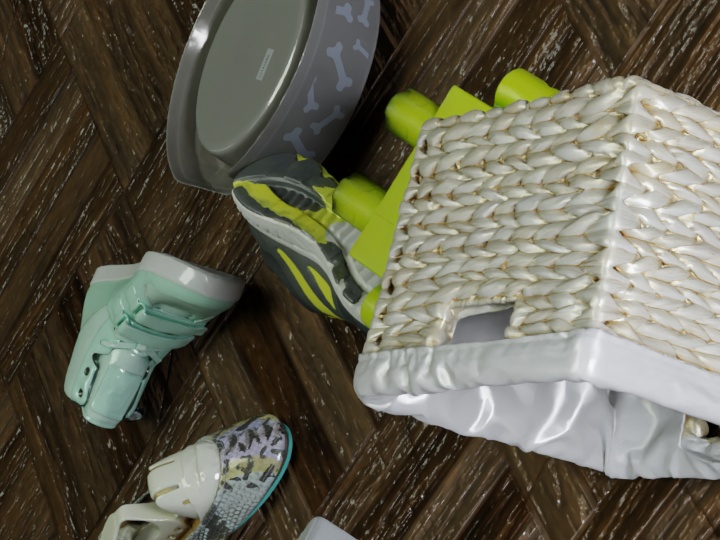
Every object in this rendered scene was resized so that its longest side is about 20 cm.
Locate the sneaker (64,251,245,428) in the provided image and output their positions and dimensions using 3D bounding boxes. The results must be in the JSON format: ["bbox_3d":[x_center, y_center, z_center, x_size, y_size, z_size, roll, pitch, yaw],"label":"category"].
[{"bbox_3d":[-0.144,0.054,1.955,0.200,0.074,0.119,-12,61,64],"label":"sneaker"}]

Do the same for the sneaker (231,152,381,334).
[{"bbox_3d":[0.000,0.000,1.782,0.074,0.085,0.200,-35,51,-17],"label":"sneaker"}]

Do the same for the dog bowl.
[{"bbox_3d":[-0.057,-0.138,1.894,0.200,0.058,0.201,-43,36,42],"label":"dog bowl"}]

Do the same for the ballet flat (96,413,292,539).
[{"bbox_3d":[-0.124,0.161,1.891,0.200,0.072,0.072,-46,43,36],"label":"ballet flat"}]

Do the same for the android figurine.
[{"bbox_3d":[0.073,-0.028,1.662,0.200,0.041,0.182,33,92,38],"label":"android figurine"}]

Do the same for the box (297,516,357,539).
[{"bbox_3d":[-0.006,0.281,1.526,0.200,0.199,0.131,-56,-1,27],"label":"box"}]

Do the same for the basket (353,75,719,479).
[{"bbox_3d":[0.135,0.011,1.453,0.198,0.199,0.162,-8,69,54],"label":"basket"}]
